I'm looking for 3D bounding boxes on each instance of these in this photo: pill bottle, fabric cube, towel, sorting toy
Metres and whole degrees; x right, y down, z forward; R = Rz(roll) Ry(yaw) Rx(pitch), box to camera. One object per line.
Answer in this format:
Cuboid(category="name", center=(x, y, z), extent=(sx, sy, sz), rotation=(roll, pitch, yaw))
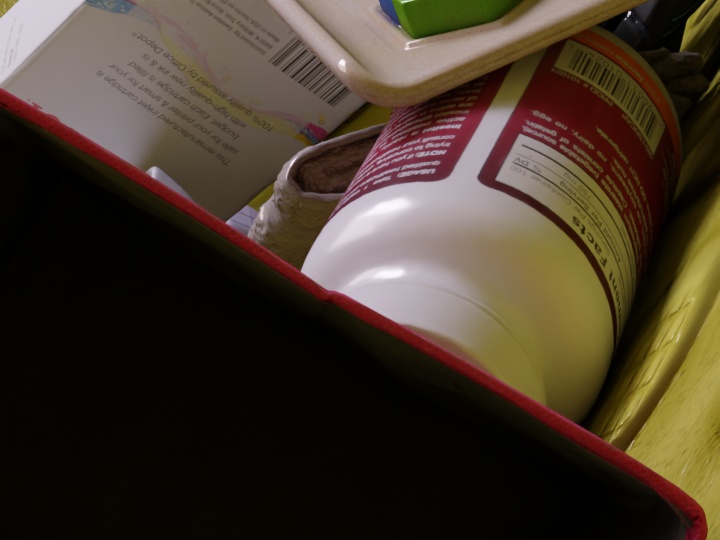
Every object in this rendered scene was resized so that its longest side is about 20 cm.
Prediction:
Cuboid(category="pill bottle", center=(0.044, -0.003, 0.744), extent=(0.113, 0.113, 0.200), rotation=(-57, 1, 39))
Cuboid(category="fabric cube", center=(-0.056, 0.092, 0.529), extent=(0.196, 0.200, 0.199), rotation=(-59, -1, -4))
Cuboid(category="towel", center=(0.049, -0.045, 0.922), extent=(0.200, 0.035, 0.133), rotation=(-16, -11, -15))
Cuboid(category="sorting toy", center=(0.062, -0.133, 0.810), extent=(0.200, 0.037, 0.185), rotation=(-20, 26, -9))

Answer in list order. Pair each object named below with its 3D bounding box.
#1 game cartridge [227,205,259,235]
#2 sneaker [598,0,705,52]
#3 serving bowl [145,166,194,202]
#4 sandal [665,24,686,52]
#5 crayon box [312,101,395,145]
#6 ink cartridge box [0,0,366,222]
Cuboid(category="game cartridge", center=(-0.108, 0.067, 1.170), extent=(0.200, 0.038, 0.130), rotation=(-59, 19, 15))
Cuboid(category="sneaker", center=(0.152, -0.145, 0.945), extent=(0.079, 0.075, 0.200), rotation=(1, -39, -37))
Cuboid(category="serving bowl", center=(-0.126, 0.050, 1.003), extent=(0.200, 0.066, 0.200), rotation=(-55, 12, 18))
Cuboid(category="sandal", center=(0.142, -0.165, 1.012), extent=(0.200, 0.076, 0.043), rotation=(112, 148, -45))
Cuboid(category="crayon box", center=(0.044, -0.116, 1.058), extent=(0.127, 0.051, 0.200), rotation=(-14, 47, 53))
Cuboid(category="ink cartridge box", center=(-0.076, -0.122, 1.040), extent=(0.200, 0.144, 0.085), rotation=(-39, 32, 28))
